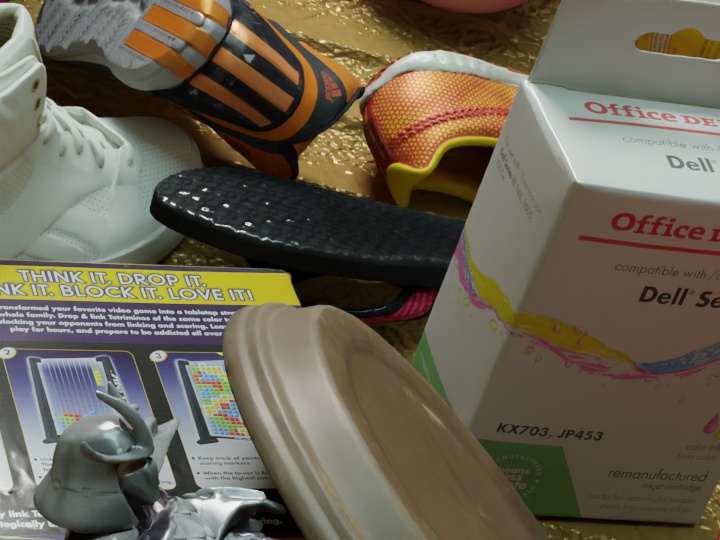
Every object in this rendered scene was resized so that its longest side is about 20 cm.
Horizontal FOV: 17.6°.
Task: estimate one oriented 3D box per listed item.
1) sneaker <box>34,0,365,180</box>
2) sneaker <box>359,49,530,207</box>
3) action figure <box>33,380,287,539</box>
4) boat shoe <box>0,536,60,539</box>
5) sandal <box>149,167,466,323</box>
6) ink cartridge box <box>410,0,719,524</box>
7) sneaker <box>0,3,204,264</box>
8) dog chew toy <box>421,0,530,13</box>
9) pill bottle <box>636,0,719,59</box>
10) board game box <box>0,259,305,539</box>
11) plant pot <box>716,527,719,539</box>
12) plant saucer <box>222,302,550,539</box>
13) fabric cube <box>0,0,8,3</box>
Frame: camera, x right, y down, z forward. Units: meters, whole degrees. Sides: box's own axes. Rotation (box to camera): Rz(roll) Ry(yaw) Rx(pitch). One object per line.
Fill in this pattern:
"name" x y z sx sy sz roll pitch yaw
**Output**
"sneaker" -0.070 -0.089 1.021 0.112 0.078 0.200 36 4 -29
"sneaker" 0.092 -0.054 1.063 0.200 0.073 0.077 -4 63 -24
"action figure" -0.044 0.119 0.638 0.069 0.200 0.130 -5 24 20
"boat shoe" -0.150 0.105 0.659 0.201 0.060 0.072 5 28 -31
"sandal" 0.000 0.000 0.950 0.200 0.045 0.075 11 23 -40
"ink cartridge box" 0.102 -0.001 0.862 0.117 0.200 0.067 5 38 -20
"sneaker" -0.124 -0.052 0.899 0.074 0.116 0.200 36 36 25
"dog chew toy" 0.081 -0.204 1.205 0.124 0.125 0.200 32 29 17
"pill bottle" 0.231 -0.107 1.145 0.200 0.112 0.112 38 39 24
"board game box" -0.103 0.067 0.801 0.200 0.057 0.165 3 36 -22
"plant pot" 0.200 0.128 0.744 0.200 0.183 0.201 17 34 -12
"plant saucer" 0.028 0.087 0.757 0.200 0.029 0.200 51 10 -12
"fabric cube" -0.223 -0.239 0.982 0.196 0.199 0.200 13 55 -6
